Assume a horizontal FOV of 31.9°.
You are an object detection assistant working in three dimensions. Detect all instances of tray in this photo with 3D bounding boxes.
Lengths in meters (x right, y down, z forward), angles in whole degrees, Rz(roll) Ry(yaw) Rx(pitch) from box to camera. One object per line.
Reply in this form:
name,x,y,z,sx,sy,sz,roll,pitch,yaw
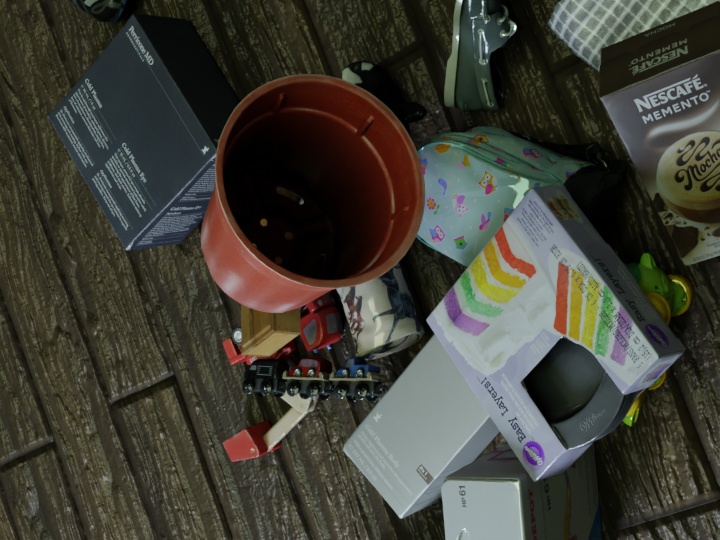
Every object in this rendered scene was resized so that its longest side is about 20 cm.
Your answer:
tray,-0.102,-0.017,1.381,0.098,0.036,0.204,143,127,-59

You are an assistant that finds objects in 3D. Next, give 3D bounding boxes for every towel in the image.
towel,0.288,-0.251,1.148,0.166,0.085,0.201,46,116,19

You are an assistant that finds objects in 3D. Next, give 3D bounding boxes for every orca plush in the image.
orca plush,0.032,-0.154,1.296,0.070,0.201,0.106,-27,125,15

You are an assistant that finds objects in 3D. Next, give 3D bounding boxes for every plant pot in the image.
plant pot,-0.063,-0.055,1.213,0.203,0.198,0.195,67,157,8

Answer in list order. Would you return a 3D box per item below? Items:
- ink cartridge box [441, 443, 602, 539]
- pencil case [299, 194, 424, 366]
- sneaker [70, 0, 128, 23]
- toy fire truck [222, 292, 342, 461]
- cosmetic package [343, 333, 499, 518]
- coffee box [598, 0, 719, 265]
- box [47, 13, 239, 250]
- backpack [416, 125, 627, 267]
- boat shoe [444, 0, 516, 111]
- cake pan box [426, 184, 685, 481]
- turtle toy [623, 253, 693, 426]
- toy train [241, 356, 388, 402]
ink cartridge box,0.160,0.248,1.211,0.083,0.199,0.147,-4,93,32
pencil case,0.000,0.000,1.357,0.089,0.077,0.203,-29,79,47
sneaker,-0.359,-0.362,1.539,0.199,0.082,0.071,37,113,23
toy fire truck,-0.090,0.121,1.443,0.198,0.049,0.143,-29,80,30
cosmetic package,0.086,0.149,1.316,0.107,0.090,0.201,46,119,22
coffee box,0.296,-0.114,1.093,0.112,0.080,0.201,-19,124,26
box,-0.237,-0.160,1.472,0.182,0.104,0.202,-40,75,29
backpack,0.141,-0.066,1.235,0.199,0.126,0.169,30,113,29
boat shoe,0.125,-0.240,1.230,0.061,0.073,0.202,17,135,12
cake pan box,0.169,0.059,1.122,0.201,0.052,0.185,57,131,24
turtle toy,0.233,0.077,1.177,0.100,0.145,0.203,21,106,22
toy train,-0.051,0.116,1.361,0.198,0.034,0.047,-2,77,38
